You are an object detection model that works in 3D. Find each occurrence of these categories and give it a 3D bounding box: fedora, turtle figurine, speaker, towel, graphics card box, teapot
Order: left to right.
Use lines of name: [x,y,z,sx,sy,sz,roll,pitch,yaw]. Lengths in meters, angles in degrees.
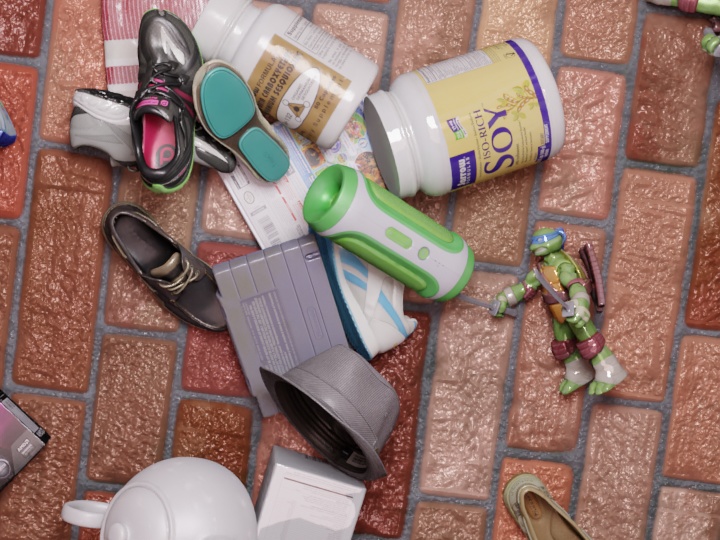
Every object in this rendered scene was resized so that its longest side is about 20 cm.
graphics card box: [-0.476,0.174,1.589,0.125,0.051,0.200,-45,97,-1]
teapot: [-0.225,0.298,1.536,0.200,0.146,0.198,-43,55,27]
towel: [-0.225,-0.242,1.594,0.143,0.023,0.201,-4,94,-4]
fedora: [-0.020,0.148,1.547,0.090,0.177,0.200,-47,139,-19]
speaker: [0.033,-0.040,1.529,0.200,0.088,0.089,31,91,-31]
turtle figurine: [0.214,0.062,1.591,0.144,0.200,0.194,-21,101,32]
turtle figurine: [0.428,-0.322,1.558,0.193,0.200,0.144,29,125,17]

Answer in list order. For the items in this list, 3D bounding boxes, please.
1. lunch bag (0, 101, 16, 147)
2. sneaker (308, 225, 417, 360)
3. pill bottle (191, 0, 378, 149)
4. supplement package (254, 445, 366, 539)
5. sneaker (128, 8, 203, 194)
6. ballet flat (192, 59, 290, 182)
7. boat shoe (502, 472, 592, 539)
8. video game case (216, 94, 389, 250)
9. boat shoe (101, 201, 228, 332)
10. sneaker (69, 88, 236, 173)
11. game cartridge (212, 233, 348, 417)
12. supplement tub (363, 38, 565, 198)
lunch bag: [-0.476,-0.196,1.503,0.200,0.170,0.128,31,91,-8]
sneaker: [0.000,0.000,1.602,0.081,0.076,0.201,-26,107,-17]
pill bottle: [-0.090,-0.234,1.542,0.200,0.114,0.115,31,91,-4]
supplement package: [-0.078,0.323,1.600,0.113,0.110,0.201,17,92,-6]
sneaker: [-0.209,-0.185,1.474,0.076,0.084,0.201,-3,88,1]
ballet flat: [-0.142,-0.168,1.516,0.067,0.062,0.200,-39,141,-7]
boat shoe: [0.242,0.336,1.649,0.073,0.063,0.200,-39,96,-2]
video game case: [-0.056,-0.119,1.617,0.200,0.018,0.144,-30,95,-2]
boat shoe: [-0.223,0.002,1.584,0.200,0.073,0.075,40,90,-7]
sneaker: [-0.237,-0.145,1.558,0.199,0.074,0.080,18,101,2]
game cartridge: [-0.087,0.066,1.592,0.129,0.038,0.201,-16,115,0]
supplement tub: [0.117,-0.170,1.557,0.199,0.145,0.146,-19,95,-8]
